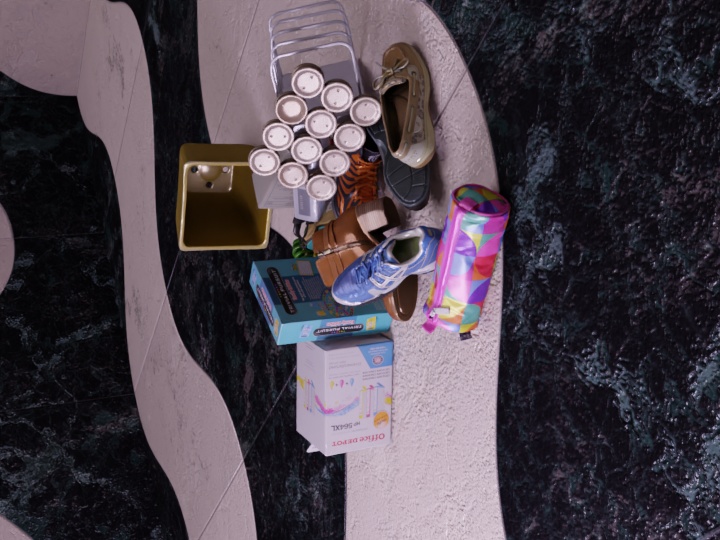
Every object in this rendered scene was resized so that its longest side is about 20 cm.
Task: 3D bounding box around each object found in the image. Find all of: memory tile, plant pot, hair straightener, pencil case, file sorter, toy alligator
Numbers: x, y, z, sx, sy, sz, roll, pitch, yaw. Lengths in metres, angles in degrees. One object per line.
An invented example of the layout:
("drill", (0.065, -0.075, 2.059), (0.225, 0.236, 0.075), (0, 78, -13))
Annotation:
("memory tile", (-0.070, -0.203, 1.486), (0.201, 0.151, 0.017), (-56, 25, 32))
("plant pot", (-0.303, -0.177, 2.119), (0.201, 0.190, 0.199), (-125, 38, -56))
("hair straightener", (-0.078, -0.135, 1.722), (0.040, 0.077, 0.204), (4, 78, 21))
("pencil case", (0.138, -0.010, 1.313), (0.089, 0.087, 0.203), (51, 138, 50))
("file sorter", (-0.071, -0.321, 1.542), (0.201, 0.136, 0.126), (-99, -2, -56))
("toy alligator", (-0.086, -0.003, 1.825), (0.060, 0.053, 0.202), (112, 144, -44))

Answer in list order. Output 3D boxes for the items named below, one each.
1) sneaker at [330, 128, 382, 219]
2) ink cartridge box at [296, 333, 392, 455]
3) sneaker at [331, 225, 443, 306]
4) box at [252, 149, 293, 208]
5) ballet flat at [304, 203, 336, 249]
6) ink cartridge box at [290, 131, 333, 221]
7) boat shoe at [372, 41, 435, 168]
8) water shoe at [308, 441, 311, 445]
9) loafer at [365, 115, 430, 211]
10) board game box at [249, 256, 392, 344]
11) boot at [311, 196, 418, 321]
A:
("sneaker", (0.003, -0.152, 1.582), (0.112, 0.076, 0.205), (155, 108, -64))
("ink cartridge box", (-0.027, 0.207, 1.651), (0.125, 0.126, 0.205), (22, 115, 62))
("sneaker", (0.035, -0.014, 1.424), (0.198, 0.077, 0.077), (-30, 64, 21))
("box", (-0.130, -0.198, 1.842), (0.200, 0.093, 0.079), (-51, 48, 54))
("ballet flat", (-0.053, -0.086, 1.732), (0.199, 0.067, 0.064), (158, 119, -63))
("ink cartridge box", (-0.057, -0.202, 1.626), (0.201, 0.046, 0.163), (-60, -25, -48))
("boat shoe", (0.060, -0.247, 1.431), (0.073, 0.062, 0.204), (-32, 58, 38))
("water shoe", (-0.061, 0.224, 1.781), (0.071, 0.077, 0.205), (3, 97, 64))
("loafer", (0.065, -0.166, 1.484), (0.063, 0.071, 0.203), (48, -162, -56))
("board game box", (-0.065, 0.043, 1.618), (0.152, 0.196, 0.048), (-120, 35, -42))
("boot", (0.000, 0.000, 1.533), (0.153, 0.076, 0.204), (-23, 76, 32))
